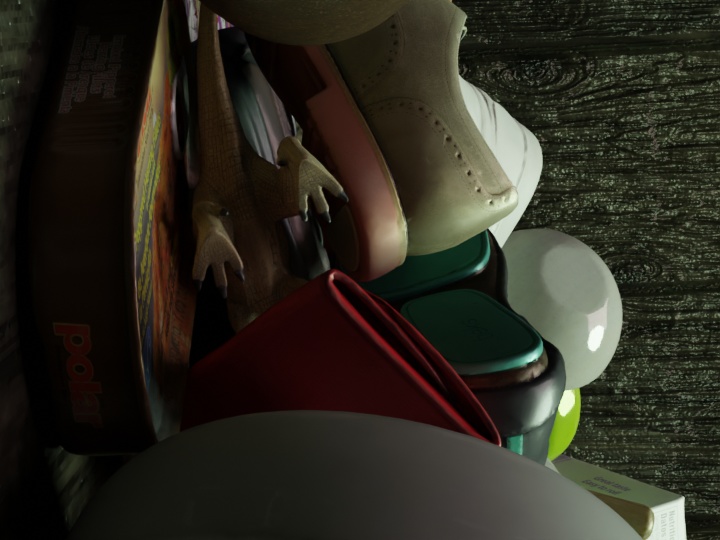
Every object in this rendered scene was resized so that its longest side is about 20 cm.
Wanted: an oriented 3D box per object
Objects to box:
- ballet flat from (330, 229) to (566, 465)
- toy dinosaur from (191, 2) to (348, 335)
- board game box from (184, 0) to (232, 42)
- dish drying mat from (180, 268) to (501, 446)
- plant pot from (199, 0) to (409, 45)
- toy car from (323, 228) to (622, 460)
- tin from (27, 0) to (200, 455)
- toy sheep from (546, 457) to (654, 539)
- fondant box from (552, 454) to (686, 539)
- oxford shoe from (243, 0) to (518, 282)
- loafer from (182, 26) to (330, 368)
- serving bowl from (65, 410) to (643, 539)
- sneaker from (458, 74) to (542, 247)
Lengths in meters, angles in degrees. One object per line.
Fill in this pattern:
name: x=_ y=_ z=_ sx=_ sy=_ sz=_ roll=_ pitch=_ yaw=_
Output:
ballet flat: x=0.030 y=0.028 z=0.769 sx=0.200 sy=0.072 sz=0.074 roll=-117 pitch=-159 yaw=-67
toy dinosaur: x=-0.043 y=-0.022 z=0.748 sx=0.101 sy=0.058 sz=0.202 roll=-147 pitch=-137 yaw=-72
board game box: x=-0.078 y=-0.104 z=0.935 sx=0.200 sy=0.032 sz=0.121 roll=-87 pitch=178 yaw=-65
dish drying mat: x=-0.022 y=0.053 z=0.710 sx=0.018 sy=0.077 sz=0.200 roll=-47 pitch=-174 yaw=-29
plant pot: x=-0.019 y=-0.157 z=0.653 sx=0.200 sy=0.185 sz=0.189 roll=89 pitch=0 yaw=-68
toy car: x=0.017 y=0.028 z=1.027 sx=0.200 sy=0.150 sz=0.175 roll=51 pitch=-40 yaw=6
tin: x=-0.080 y=-0.022 z=0.704 sx=0.201 sy=0.041 sz=0.113 roll=-89 pitch=179 yaw=-56
toy sheep: x=0.038 y=0.124 z=0.792 sx=0.201 sy=0.137 sz=0.139 roll=-71 pitch=162 yaw=-47
fondant box: x=0.047 y=0.147 z=1.065 sx=0.144 sy=0.199 sz=0.059 roll=15 pitch=-69 yaw=56
oxford shoe: x=-0.002 y=-0.095 z=0.784 sx=0.071 sy=0.073 sz=0.202 roll=114 pitch=-42 yaw=-70
loafer: x=-0.035 y=-0.002 z=0.850 sx=0.063 sy=0.071 sz=0.202 roll=-41 pitch=126 yaw=-50
serving bowl: x=0.008 y=0.094 z=0.636 sx=0.201 sy=0.198 sz=0.066 roll=82 pitch=18 yaw=-61
sneaker: x=0.000 y=0.000 z=0.903 sx=0.115 sy=0.073 sz=0.201 roll=38 pitch=72 yaw=-52
